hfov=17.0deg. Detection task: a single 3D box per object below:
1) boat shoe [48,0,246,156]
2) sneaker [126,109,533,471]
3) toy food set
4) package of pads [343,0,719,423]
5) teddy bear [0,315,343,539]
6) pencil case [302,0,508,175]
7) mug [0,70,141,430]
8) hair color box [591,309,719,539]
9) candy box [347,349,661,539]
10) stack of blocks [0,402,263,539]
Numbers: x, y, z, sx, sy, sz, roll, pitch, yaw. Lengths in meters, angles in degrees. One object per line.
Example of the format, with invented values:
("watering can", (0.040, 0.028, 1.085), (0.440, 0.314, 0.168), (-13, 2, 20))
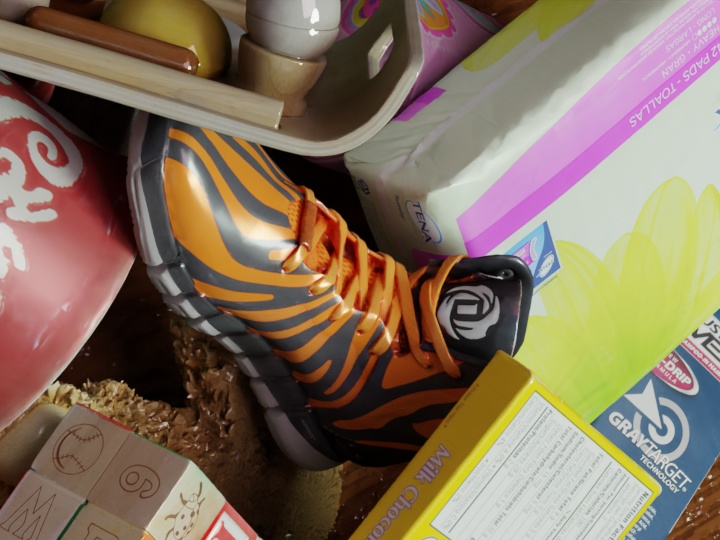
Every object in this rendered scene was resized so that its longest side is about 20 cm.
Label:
("boat shoe", (-0.064, -0.104, 0.965), (0.072, 0.076, 0.201), (31, 73, -36))
("sneaker", (0.000, 0.000, 0.868), (0.200, 0.111, 0.078), (55, 39, -47))
("toy food set", (-0.077, -0.105, 0.829), (0.199, 0.144, 0.061), (17, 108, -6))
("package of pads", (0.099, -0.033, 0.979), (0.200, 0.068, 0.155), (-39, 130, -23))
("teddy bear", (-0.087, 0.082, 0.927), (0.200, 0.067, 0.146), (-24, 124, -47))
("pencil case", (0.050, -0.062, 1.032), (0.199, 0.087, 0.088), (18, 78, -45))
("mug", (-0.193, -0.052, 0.853), (0.200, 0.178, 0.133), (39, 103, -26))
("hair color box", (0.092, 0.104, 1.058), (0.060, 0.100, 0.200), (42, 64, -9))
("candy box", (0.018, 0.131, 0.860), (0.200, 0.026, 0.102), (-51, 138, -1))
("stack of blocks", (-0.109, 0.163, 0.828), (0.200, 0.058, 0.115), (-55, 143, -17))
